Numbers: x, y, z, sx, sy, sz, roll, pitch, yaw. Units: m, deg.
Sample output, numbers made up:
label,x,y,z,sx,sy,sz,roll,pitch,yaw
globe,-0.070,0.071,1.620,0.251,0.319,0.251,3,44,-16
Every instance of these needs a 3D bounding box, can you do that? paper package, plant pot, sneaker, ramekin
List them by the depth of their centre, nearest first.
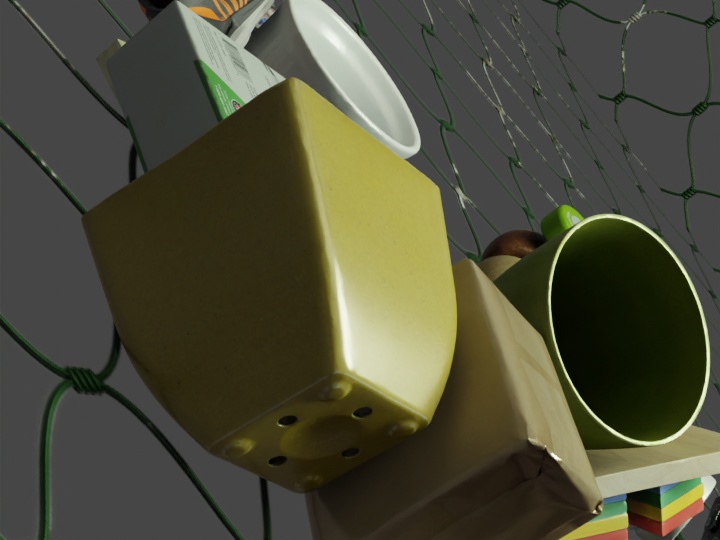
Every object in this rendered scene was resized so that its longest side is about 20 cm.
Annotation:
label,x,y,z,sx,sy,sz,roll,pitch,yaw
plant pot,-0.046,0.031,1.200,0.194,0.195,0.201,32,33,-48
paper package,0.053,0.125,1.257,0.103,0.190,0.201,44,20,-36
plant pot,0.153,0.071,1.457,0.186,0.199,0.189,14,66,-36
sneaker,-0.148,-0.266,1.664,0.112,0.077,0.200,48,22,-16
ramekin,-0.039,-0.169,1.739,0.201,0.097,0.201,46,18,-20

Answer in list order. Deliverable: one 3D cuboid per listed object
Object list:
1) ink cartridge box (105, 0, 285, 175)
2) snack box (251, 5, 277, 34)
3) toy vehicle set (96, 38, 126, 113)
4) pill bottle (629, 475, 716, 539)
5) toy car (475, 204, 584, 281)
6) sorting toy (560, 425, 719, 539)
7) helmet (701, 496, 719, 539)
label,x,y,z,sx,sy,sz,roll,pitch,yaw
ink cartridge box,-0.094,-0.101,1.396,0.200,0.083,0.147,31,28,-49
snack box,-0.117,-0.267,1.844,0.200,0.024,0.072,27,33,-55
toy vehicle set,-0.136,-0.092,1.458,0.201,0.026,0.124,61,18,22
pill bottle,0.239,0.173,1.700,0.200,0.115,0.114,40,16,8
toy car,0.156,0.044,1.754,0.158,0.164,0.200,55,27,7
sorting toy,0.194,0.177,1.481,0.200,0.197,0.070,12,-72,64
helmet,0.462,0.341,1.901,0.200,0.198,0.193,21,65,-59
